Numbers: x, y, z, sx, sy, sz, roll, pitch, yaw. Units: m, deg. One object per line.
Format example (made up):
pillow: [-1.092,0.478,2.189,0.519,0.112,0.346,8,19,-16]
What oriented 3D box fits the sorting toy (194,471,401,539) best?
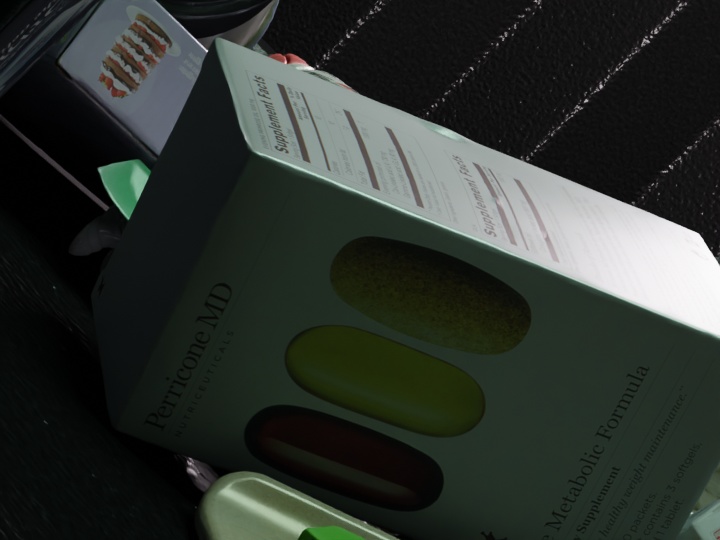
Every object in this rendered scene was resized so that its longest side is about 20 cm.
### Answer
sorting toy: [0.044,0.128,0.865,0.185,0.037,0.200,27,11,-13]

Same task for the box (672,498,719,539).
box: [0.156,0.183,1.053,0.200,0.036,0.144,59,-23,5]

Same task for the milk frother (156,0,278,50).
milk frother: [-0.030,-0.163,1.246,0.200,0.181,0.188,20,-7,-6]

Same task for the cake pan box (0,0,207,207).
cake pan box: [-0.093,-0.062,1.202,0.200,0.052,0.184,43,-9,-35]

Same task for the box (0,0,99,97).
box: [-0.121,-0.113,0.801,0.117,0.197,0.200,46,5,-5]

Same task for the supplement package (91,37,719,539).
supplement package: [0.021,0.020,1.004,0.200,0.114,0.110,21,19,-18]

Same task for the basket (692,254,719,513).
basket: [0.196,0.095,1.157,0.200,0.123,0.136,45,6,-10]

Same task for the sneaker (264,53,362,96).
sneaker: [0.000,0.000,1.315,0.082,0.078,0.200,21,-39,57]

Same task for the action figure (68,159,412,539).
action figure: [-0.026,0.048,1.110,0.200,0.055,0.118,43,2,17]
